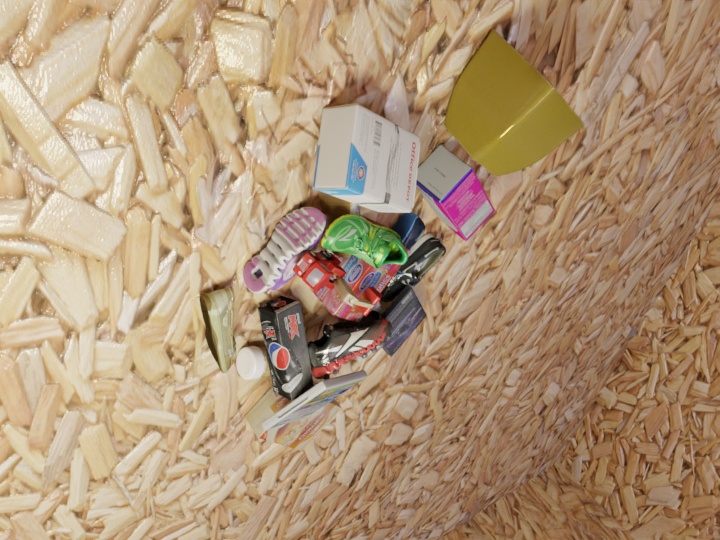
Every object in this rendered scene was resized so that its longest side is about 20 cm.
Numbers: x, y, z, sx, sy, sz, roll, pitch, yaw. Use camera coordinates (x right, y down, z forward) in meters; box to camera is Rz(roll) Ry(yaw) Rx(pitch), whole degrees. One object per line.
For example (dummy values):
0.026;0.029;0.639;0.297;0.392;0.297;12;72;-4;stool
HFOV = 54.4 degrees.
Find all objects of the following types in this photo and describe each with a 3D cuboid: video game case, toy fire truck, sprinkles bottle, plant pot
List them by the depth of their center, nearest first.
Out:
-0.040;0.027;1.346;0.049;0.141;0.200;-48;169;12;toy fire truck
0.286;-0.308;1.397;0.200;0.195;0.195;-46;147;18;plant pot
-0.097;0.279;1.526;0.181;0.022;0.199;-37;164;21;video game case
-0.174;0.195;1.530;0.198;0.068;0.069;1;125;-48;sprinkles bottle
0.093;0.126;1.696;0.143;0.019;0.200;-49;155;-7;video game case

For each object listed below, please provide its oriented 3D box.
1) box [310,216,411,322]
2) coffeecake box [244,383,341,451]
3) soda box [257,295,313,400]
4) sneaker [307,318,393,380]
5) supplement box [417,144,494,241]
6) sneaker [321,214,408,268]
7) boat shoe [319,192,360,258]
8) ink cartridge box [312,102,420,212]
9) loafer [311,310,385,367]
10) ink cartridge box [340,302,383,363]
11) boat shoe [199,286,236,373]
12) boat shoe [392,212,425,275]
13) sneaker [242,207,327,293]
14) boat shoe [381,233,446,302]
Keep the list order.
0.000;0.000;1.486;0.201;0.096;0.099;-53;145;12;box
-0.160;0.343;1.697;0.154;0.073;0.200;-46;146;3;coffeecake box
-0.153;0.160;1.446;0.070;0.063;0.203;-27;118;-40;soda box
-0.027;0.145;1.481;0.199;0.099;0.071;-29;-171;-10;sneaker
0.204;-0.165;1.527;0.103;0.101;0.200;-45;147;0;supplement box
0.016;-0.052;1.321;0.198;0.084;0.075;7;118;-39;sneaker
-0.033;-0.124;1.357;0.069;0.070;0.202;-50;149;-44;boat shoe
0.015;-0.194;1.256;0.199;0.083;0.147;13;82;-52;ink cartridge box
-0.028;0.144;1.547;0.199;0.073;0.072;-34;122;-20;loafer
0.005;0.128;1.670;0.108;0.050;0.201;-37;144;-12;ink cartridge box
-0.263;0.118;1.353;0.062;0.073;0.203;-22;133;-23;boat shoe
0.079;-0.029;1.550;0.200;0.084;0.068;-50;135;11;boat shoe
-0.133;-0.035;1.333;0.200;0.081;0.088;-46;153;10;sneaker
0.118;0.004;1.648;0.201;0.060;0.075;-51;147;8;boat shoe
